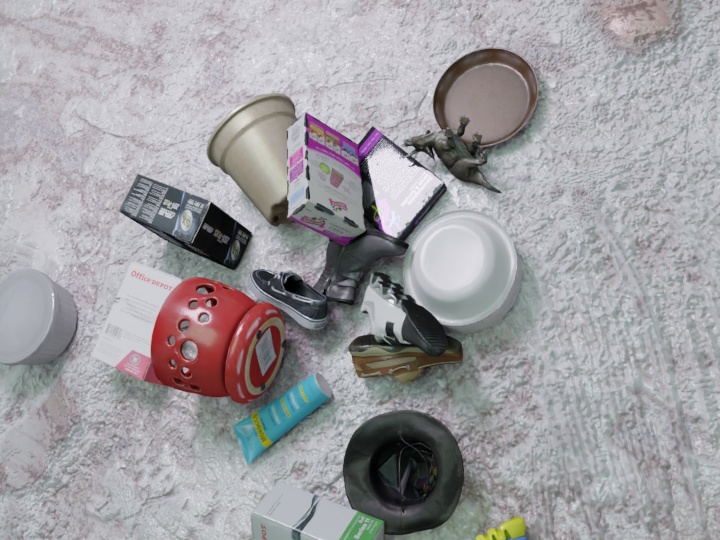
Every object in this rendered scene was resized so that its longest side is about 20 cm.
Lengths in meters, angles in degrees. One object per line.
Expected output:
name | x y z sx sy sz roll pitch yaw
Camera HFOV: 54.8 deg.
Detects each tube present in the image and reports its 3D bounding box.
tube | -0.141 0.257 1.235 0.199 0.050 0.078 -38 56 12

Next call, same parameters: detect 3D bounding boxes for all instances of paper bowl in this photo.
paper bowl | 0.166 -0.004 1.165 0.196 0.104 0.206 -7 71 21

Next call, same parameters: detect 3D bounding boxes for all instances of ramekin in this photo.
ramekin | -0.694 0.106 1.473 0.198 0.094 0.208 -6 71 19

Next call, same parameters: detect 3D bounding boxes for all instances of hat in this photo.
hat | 0.073 0.317 1.107 0.196 0.081 0.206 -3 79 17

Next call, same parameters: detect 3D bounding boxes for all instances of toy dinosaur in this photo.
toy dinosaur | 0.176 -0.206 1.240 0.198 0.103 0.078 35 62 0

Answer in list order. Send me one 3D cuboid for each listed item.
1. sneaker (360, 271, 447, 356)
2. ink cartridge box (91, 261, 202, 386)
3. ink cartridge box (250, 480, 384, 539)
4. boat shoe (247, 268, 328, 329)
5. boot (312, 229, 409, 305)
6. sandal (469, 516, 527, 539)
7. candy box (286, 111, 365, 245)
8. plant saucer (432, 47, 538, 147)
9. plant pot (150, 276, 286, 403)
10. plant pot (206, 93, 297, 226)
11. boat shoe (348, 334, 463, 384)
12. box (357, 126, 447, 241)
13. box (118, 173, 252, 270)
sneaker | 0.066 0.093 1.128 0.200 0.073 0.090 47 116 46
ink cartridge box | -0.418 0.104 1.370 0.144 0.083 0.204 17 80 25
ink cartridge box | -0.066 0.437 1.083 0.196 0.083 0.150 13 119 24
boat shoe | -0.133 0.033 1.267 0.198 0.071 0.069 32 126 37
boot | 0.000 0.000 1.234 0.198 0.069 0.135 3 73 52
sandal | 0.170 0.447 1.030 0.197 0.079 0.088 -31 68 11
candy box | -0.063 -0.162 1.230 0.061 0.135 0.204 -33 47 36
plant saucer | 0.231 -0.315 1.282 0.195 0.032 0.205 -7 71 20
plant pot | -0.244 0.130 1.231 0.179 0.200 0.205 15 78 21
plant pot | -0.164 -0.195 1.325 0.199 0.200 0.185 -36 75 6
boat shoe | 0.077 0.150 1.174 0.195 0.076 0.076 -2 103 22
box | 0.047 -0.158 1.301 0.144 0.036 0.200 -48 61 2
box | -0.339 -0.093 1.360 0.197 0.164 0.088 21 80 25
